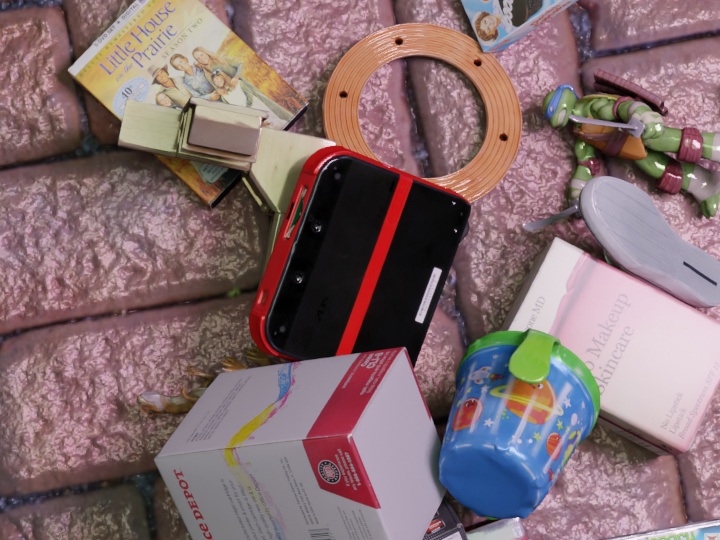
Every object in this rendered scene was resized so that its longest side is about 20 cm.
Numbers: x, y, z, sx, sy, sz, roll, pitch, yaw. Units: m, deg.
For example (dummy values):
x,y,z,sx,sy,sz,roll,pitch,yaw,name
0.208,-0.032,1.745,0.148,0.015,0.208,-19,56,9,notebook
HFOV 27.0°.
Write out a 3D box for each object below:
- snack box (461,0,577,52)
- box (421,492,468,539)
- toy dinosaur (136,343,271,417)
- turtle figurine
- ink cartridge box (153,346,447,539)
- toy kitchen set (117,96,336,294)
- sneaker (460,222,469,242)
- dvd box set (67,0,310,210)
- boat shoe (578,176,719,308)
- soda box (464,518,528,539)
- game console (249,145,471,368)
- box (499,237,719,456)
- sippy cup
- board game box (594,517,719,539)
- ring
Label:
x,y,z,sx,sy,sz,roll,pitch,yaw,name
0.132,-0.332,1.482,0.037,0.116,0.201,-15,79,-47,snack box
-0.013,0.250,1.368,0.199,0.160,0.044,-25,116,-4,box
-0.112,0.132,1.444,0.199,0.060,0.107,18,116,-1,toy dinosaur
0.260,-0.095,1.433,0.193,0.200,0.144,16,116,-2,turtle figurine
-0.048,0.173,1.320,0.199,0.145,0.146,-9,115,27,ink cartridge box
-0.133,-0.058,1.382,0.199,0.163,0.181,11,88,-10,toy kitchen set
0.038,0.023,1.455,0.200,0.074,0.080,-46,111,-10,sneaker
-0.171,-0.181,1.494,0.200,0.029,0.146,44,83,5,dvd box set
0.261,-0.016,1.413,0.200,0.067,0.074,37,60,-28,boat shoe
0.063,0.289,1.405,0.199,0.070,0.064,-19,84,-4,soda box
0.000,0.000,1.383,0.176,0.031,0.201,19,92,-31,game console
0.237,0.074,1.420,0.199,0.109,0.128,27,83,3,box
0.133,0.146,1.331,0.139,0.130,0.178,-10,123,33,sippy cup
0.279,0.312,1.422,0.199,0.035,0.127,-9,82,-2,board game box
0.061,-0.150,1.483,0.199,0.019,0.201,2,74,-8,ring
